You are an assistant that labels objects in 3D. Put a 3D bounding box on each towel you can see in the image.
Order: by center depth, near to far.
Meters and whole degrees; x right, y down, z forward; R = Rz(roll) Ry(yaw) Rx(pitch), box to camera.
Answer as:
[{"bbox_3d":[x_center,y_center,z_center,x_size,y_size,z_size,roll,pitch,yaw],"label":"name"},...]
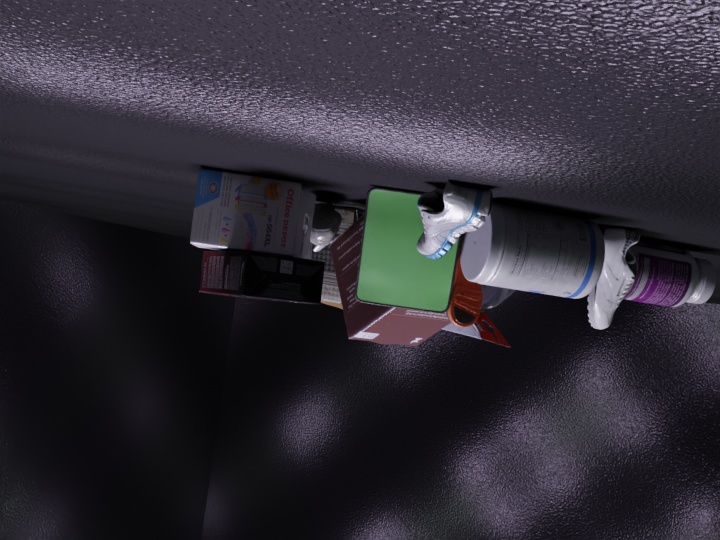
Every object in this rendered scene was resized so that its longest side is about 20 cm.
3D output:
[{"bbox_3d":[-0.091,-0.037,1.820,0.199,0.194,0.034,8,-175,31],"label":"towel"}]

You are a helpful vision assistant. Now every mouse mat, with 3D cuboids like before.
[{"bbox_3d":[0.079,-0.031,1.439,0.160,0.201,0.008,8,-158,2],"label":"mouse mat"}]

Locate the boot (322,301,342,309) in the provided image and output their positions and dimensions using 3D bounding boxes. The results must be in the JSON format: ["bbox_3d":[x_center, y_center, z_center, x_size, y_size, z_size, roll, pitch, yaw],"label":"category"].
[{"bbox_3d":[0.027,0.066,1.862,0.174,0.067,0.199,13,-178,-44],"label":"boot"}]

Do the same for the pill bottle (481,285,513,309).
[{"bbox_3d":[0.279,0.010,1.869,0.108,0.110,0.200,7,-168,21],"label":"pill bottle"}]

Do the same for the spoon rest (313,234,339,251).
[{"bbox_3d":[0.000,0.000,1.717,0.200,0.061,0.099,40,-138,8],"label":"spoon rest"}]

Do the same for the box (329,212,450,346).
[{"bbox_3d":[0.068,0.009,1.615,0.165,0.201,0.164,9,147,-38],"label":"box"}]

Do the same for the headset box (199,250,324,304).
[{"bbox_3d":[-0.175,0.011,1.521,0.148,0.076,0.199,8,177,-34],"label":"headset box"}]

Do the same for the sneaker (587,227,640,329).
[{"bbox_3d":[0.433,0.019,1.528,0.080,0.201,0.077,4,-145,16],"label":"sneaker"}]

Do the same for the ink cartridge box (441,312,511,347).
[{"bbox_3d":[0.195,0.076,1.770,0.199,0.057,0.163,12,-160,-18],"label":"ink cartridge box"}]

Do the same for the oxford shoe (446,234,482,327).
[{"bbox_3d":[0.181,-0.007,1.506,0.071,0.201,0.073,18,178,-13],"label":"oxford shoe"}]

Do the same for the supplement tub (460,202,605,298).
[{"bbox_3d":[0.273,-0.031,1.417,0.198,0.133,0.132,9,178,-14],"label":"supplement tub"}]

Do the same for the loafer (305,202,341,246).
[{"bbox_3d":[-0.068,-0.079,1.657,0.069,0.070,0.200,-3,-166,0],"label":"loafer"}]

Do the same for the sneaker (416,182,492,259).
[{"bbox_3d":[0.117,-0.083,1.330,0.086,0.075,0.200,21,153,-12],"label":"sneaker"}]

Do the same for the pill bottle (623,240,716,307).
[{"bbox_3d":[0.540,0.007,1.625,0.198,0.113,0.112,9,177,-14],"label":"pill bottle"}]

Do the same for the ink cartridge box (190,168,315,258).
[{"bbox_3d":[-0.180,-0.093,1.532,0.198,0.130,0.125,7,178,-3],"label":"ink cartridge box"}]
